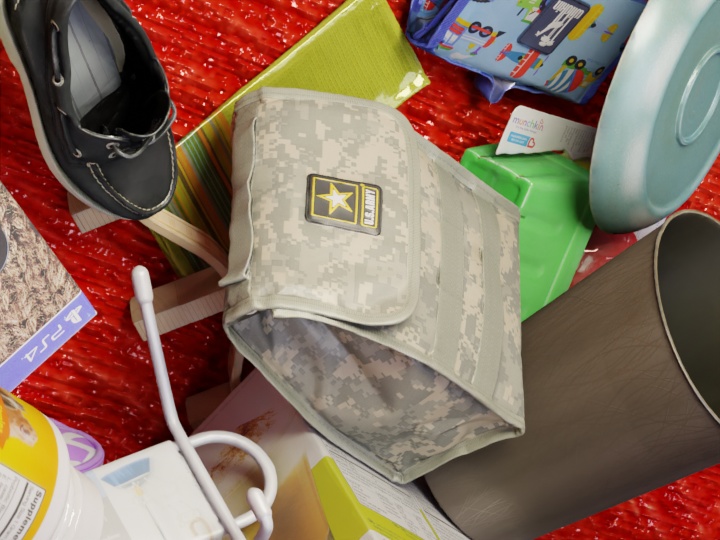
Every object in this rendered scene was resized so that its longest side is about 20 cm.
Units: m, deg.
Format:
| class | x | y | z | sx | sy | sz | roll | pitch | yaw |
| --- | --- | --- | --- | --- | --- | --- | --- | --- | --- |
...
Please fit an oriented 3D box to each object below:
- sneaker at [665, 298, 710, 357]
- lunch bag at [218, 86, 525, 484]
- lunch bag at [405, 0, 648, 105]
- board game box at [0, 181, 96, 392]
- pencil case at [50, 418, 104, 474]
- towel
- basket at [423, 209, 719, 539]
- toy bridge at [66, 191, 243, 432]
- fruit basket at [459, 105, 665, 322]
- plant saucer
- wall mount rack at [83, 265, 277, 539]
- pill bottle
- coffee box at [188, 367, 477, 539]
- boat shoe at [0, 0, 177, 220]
| class | x | y | z | sx | sy | sz | roll | pitch | yaw |
| --- | --- | --- | --- | --- | --- | --- | --- | --- | --- |
| sneaker | 0.194 | 0.036 | 1.937 | 0.082 | 0.070 | 0.200 | -41 | 177 | 10 |
| lunch bag | 0.000 | 0.000 | 1.718 | 0.118 | 0.164 | 0.200 | -26 | 136 | 32 |
| lunch bag | 0.119 | -0.194 | 1.815 | 0.151 | 0.094 | 0.200 | 13 | 115 | -44 |
| board game box | -0.264 | -0.007 | 1.546 | 0.159 | 0.097 | 0.200 | -43 | 130 | -12 |
| pencil case | -0.205 | 0.181 | 1.736 | 0.085 | 0.084 | 0.200 | -18 | 124 | -57 |
| towel | -0.047 | -0.081 | 1.776 | 0.200 | 0.018 | 0.086 | -41 | 131 | -14 |
| basket | 0.140 | 0.077 | 1.778 | 0.200 | 0.180 | 0.136 | -32 | 111 | 28 |
| toy bridge | -0.103 | 0.019 | 1.757 | 0.067 | 0.027 | 0.200 | -22 | 128 | 7 |
| fruit basket | 0.121 | -0.008 | 1.909 | 0.200 | 0.094 | 0.185 | 6 | 108 | -55 |
| plant saucer | 0.202 | -0.112 | 1.837 | 0.200 | 0.027 | 0.200 | -48 | 151 | -38 |
| wall mount rack | -0.142 | 0.101 | 1.660 | 0.200 | 0.174 | 0.075 | -19 | 155 | -28 |
| pill bottle | -0.222 | 0.096 | 1.488 | 0.200 | 0.109 | 0.109 | 37 | 87 | -42 |
| coffee box | -0.027 | 0.214 | 1.787 | 0.200 | 0.198 | 0.200 | -46 | 132 | 12 |
| boat shoe | -0.135 | -0.094 | 1.612 | 0.075 | 0.066 | 0.199 | -44 | 137 | -27 |
